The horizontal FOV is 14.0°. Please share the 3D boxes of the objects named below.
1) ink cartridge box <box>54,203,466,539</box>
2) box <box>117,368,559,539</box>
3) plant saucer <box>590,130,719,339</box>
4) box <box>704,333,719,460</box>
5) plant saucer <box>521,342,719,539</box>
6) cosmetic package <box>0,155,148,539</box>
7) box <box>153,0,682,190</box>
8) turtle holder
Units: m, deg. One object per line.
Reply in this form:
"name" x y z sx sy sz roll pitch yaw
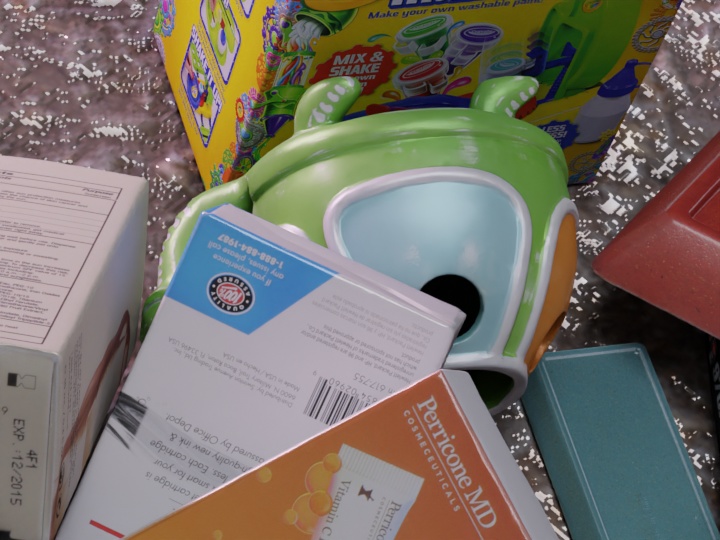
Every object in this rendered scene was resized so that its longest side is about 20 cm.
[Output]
"ink cartridge box" -0.050 0.086 1.212 0.116 0.200 0.068 25 7 3
"box" -0.021 0.138 1.123 0.200 0.097 0.124 -29 83 6
"plant saucer" 0.238 -0.011 1.384 0.200 0.037 0.200 28 37 16
"box" 0.264 0.089 1.349 0.200 0.046 0.159 9 46 -10
"plant saucer" 0.130 0.115 1.316 0.070 0.019 0.200 -5 55 -21
"cosmetic package" -0.152 0.027 1.189 0.103 0.087 0.200 8 22 4
"box" 0.028 -0.135 1.360 0.200 0.193 0.122 -7 57 -21
"turtle holder" 0.008 -0.004 1.288 0.185 0.141 0.132 6 62 -30
